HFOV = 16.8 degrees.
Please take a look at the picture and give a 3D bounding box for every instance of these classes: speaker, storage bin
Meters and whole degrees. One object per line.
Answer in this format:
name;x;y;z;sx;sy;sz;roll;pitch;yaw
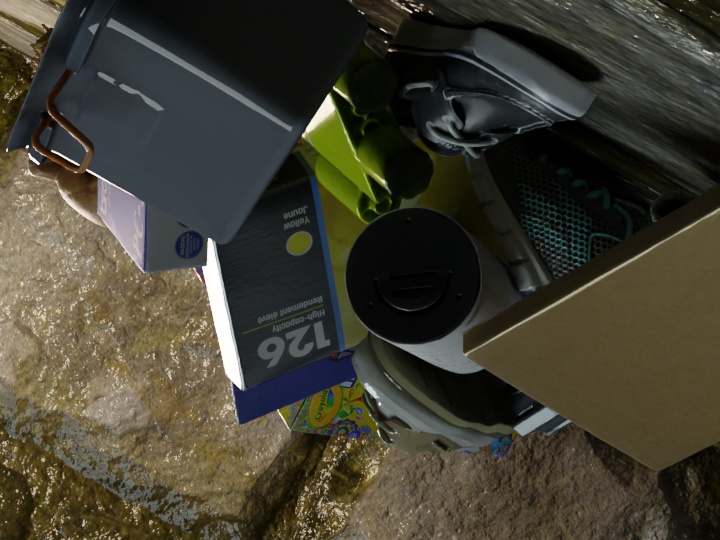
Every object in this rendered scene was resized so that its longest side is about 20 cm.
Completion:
speaker;0.048;0.015;1.455;0.081;0.081;0.200;27;179;13
storage bin;-0.092;-0.099;1.286;0.134;0.146;0.200;33;150;-2

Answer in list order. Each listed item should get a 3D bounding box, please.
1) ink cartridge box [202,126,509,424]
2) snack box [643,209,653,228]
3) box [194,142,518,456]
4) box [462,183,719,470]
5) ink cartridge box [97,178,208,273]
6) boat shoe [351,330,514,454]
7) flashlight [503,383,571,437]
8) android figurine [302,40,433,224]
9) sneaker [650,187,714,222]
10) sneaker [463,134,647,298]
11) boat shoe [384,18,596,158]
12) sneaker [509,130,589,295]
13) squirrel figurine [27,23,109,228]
ink cartridge box;0.000;0.000;1.568;0.047;0.197;0.201;50;157;50
snack box;0.230;0.006;1.710;0.142;0.053;0.200;33;175;-41
box;0.014;0.017;1.754;0.192;0.122;0.200;10;-150;-34
box;0.181;0.035;1.343;0.163;0.021;0.200;31;137;-29
ink cartridge box;-0.122;-0.109;1.457;0.044;0.201;0.094;-8;-152;-23
boat shoe;0.039;0.088;1.611;0.200;0.068;0.075;31;-147;-59
flashlight;0.178;0.041;1.606;0.067;0.068;0.200;4;151;-39
android figurine;-0.027;-0.115;1.405;0.200;0.041;0.183;42;160;51
sneaker;0.208;-0.019;1.423;0.088;0.077;0.200;37;170;-3
sneaker;0.128;-0.030;1.491;0.078;0.091;0.201;-62;-53;-78
boat shoe;0.060;-0.094;1.351;0.072;0.068;0.200;29;177;-28
sneaker;0.130;-0.016;1.631;0.099;0.070;0.200;6;136;52
squirrel figurine;-0.140;-0.118;1.614;0.141;0.187;0.200;29;177;-27
